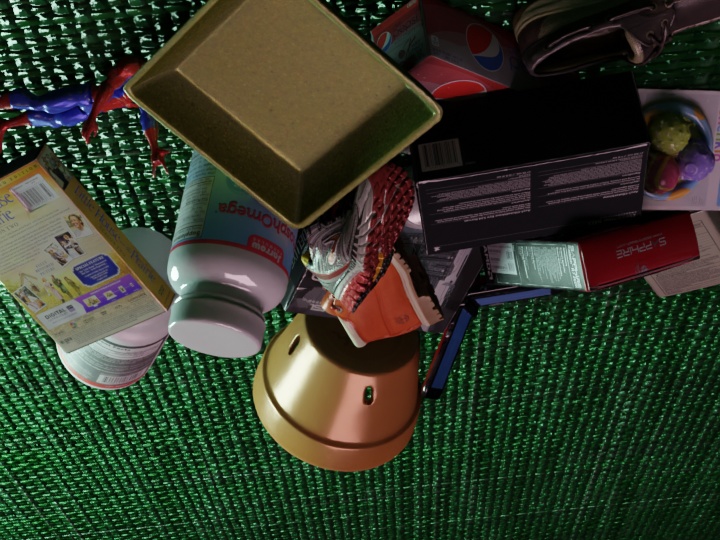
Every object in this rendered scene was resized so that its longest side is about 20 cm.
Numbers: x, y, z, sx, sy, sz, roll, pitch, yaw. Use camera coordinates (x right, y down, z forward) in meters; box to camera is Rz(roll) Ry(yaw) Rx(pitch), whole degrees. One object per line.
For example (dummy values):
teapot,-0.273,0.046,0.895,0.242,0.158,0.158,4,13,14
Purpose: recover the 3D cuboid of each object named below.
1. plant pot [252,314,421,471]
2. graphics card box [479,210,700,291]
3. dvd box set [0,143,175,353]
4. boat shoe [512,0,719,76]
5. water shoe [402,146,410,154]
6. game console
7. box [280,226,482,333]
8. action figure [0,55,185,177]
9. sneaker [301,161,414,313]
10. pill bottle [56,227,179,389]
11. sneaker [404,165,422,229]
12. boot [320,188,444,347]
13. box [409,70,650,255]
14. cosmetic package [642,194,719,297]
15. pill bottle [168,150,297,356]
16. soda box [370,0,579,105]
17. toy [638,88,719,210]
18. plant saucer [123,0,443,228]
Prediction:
plant pot,-0.013,0.108,1.865,0.197,0.202,0.141,2,139,-18
graphics card box,0.210,-0.020,1.532,0.124,0.052,0.200,-16,-174,-21
dvd box set,-0.293,-0.017,1.569,0.145,0.030,0.200,-22,120,32
boat shoe,0.228,-0.202,1.360,0.197,0.066,0.073,-12,154,11
water shoe,0.062,-0.145,1.473,0.199,0.072,0.079,23,116,-45
game console,0.151,0.073,1.829,0.170,0.120,0.200,-9,175,6
box,0.030,-0.020,1.661,0.198,0.050,0.159,10,124,-31
action figure,-0.238,-0.122,1.399,0.198,0.100,0.065,-16,155,16
sneaker,-0.011,-0.036,1.447,0.082,0.078,0.201,35,148,7
pill bottle,-0.251,0.040,1.725,0.114,0.117,0.200,3,154,-20
sneaker,0.127,-0.075,1.567,0.197,0.079,0.099,-8,-164,-14
boot,0.000,0.000,1.582,0.106,0.076,0.201,-22,132,9
box,0.144,-0.091,1.416,0.197,0.080,0.142,-9,152,2
cosmetic package,0.325,-0.053,1.689,0.102,0.088,0.200,-13,156,19
pill bottle,-0.111,-0.032,1.454,0.107,0.202,0.109,8,157,3
soda box,0.104,-0.169,1.408,0.198,0.064,0.070,15,147,-40
toy,0.276,-0.108,1.523,0.197,0.117,0.047,1,-162,-10
plant saucer,-0.060,-0.152,1.336,0.199,0.048,0.199,39,131,-19
